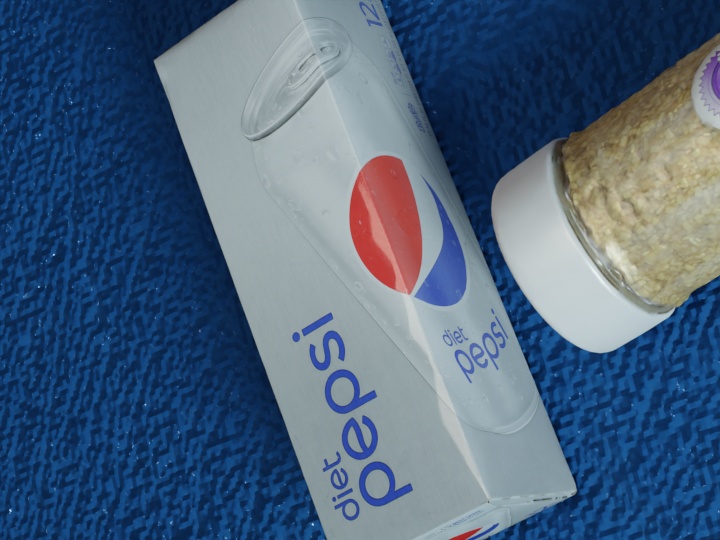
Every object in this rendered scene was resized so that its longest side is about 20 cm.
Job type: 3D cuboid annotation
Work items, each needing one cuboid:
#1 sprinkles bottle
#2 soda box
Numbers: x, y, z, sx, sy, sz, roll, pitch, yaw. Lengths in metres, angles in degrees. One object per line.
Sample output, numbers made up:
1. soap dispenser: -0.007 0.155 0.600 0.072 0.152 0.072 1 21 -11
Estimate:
1. sprinkles bottle: 0.134 -0.051 0.696 0.199 0.068 0.069 -35 70 27
2. soda box: 0.000 0.000 0.786 0.068 0.063 0.201 -29 72 29
